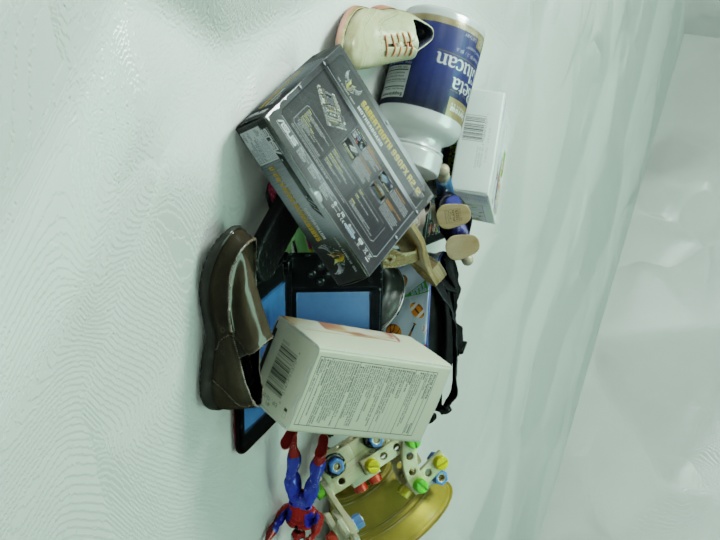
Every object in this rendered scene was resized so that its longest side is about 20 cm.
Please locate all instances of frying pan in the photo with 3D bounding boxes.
[{"bbox_3d":[0.013,0.001,1.631,0.031,0.114,0.191,46,55,-44],"label":"frying pan"}]

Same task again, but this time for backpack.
[{"bbox_3d":[0.066,0.068,1.747,0.200,0.152,0.192,-69,165,-63],"label":"backpack"}]

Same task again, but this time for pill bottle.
[{"bbox_3d":[0.084,-0.223,1.682,0.111,0.110,0.202,34,69,-69],"label":"pill bottle"}]

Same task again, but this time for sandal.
[{"bbox_3d":[0.036,-0.022,1.553,0.070,0.078,0.212,-47,144,-5],"label":"sandal"},{"bbox_3d":[-0.081,-0.081,1.415,0.201,0.045,0.075,-62,154,-25],"label":"sandal"}]

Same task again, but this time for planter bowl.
[{"bbox_3d":[0.020,0.314,1.799,0.084,0.199,0.200,57,34,-11],"label":"planter bowl"}]

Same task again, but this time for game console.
[{"bbox_3d":[-0.057,0.093,1.483,0.119,0.170,0.202,-97,-172,-61],"label":"game console"}]

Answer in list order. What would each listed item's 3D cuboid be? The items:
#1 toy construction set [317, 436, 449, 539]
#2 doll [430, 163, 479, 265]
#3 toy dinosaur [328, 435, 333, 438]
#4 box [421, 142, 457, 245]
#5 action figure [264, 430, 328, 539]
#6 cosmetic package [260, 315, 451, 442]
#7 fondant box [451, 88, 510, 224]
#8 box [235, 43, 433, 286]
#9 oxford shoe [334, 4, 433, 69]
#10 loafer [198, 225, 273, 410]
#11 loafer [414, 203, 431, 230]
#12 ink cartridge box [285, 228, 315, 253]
[{"bbox_3d":[0.016,0.268,1.691,0.199,0.092,0.132,-36,107,-29],"label":"toy construction set"},{"bbox_3d":[0.118,-0.069,1.708,0.200,0.048,0.138,-91,165,-82],"label":"doll"},{"bbox_3d":[-0.002,0.149,1.653,0.102,0.077,0.200,-40,180,-43],"label":"toy dinosaur"},{"bbox_3d":[0.110,-0.145,1.903,0.160,0.044,0.202,-19,119,-67],"label":"box"},{"bbox_3d":[-0.079,0.285,1.576,0.201,0.065,0.099,94,14,-48],"label":"action figure"},{"bbox_3d":[-0.010,0.121,1.463,0.199,0.087,0.104,13,105,-41],"label":"cosmetic package"},{"bbox_3d":[0.170,-0.157,1.869,0.200,0.058,0.146,44,55,-77],"label":"fondant box"},{"bbox_3d":[-0.022,-0.111,1.384,0.201,0.048,0.159,56,44,-18],"label":"box"},{"bbox_3d":[0.028,-0.274,1.553,0.200,0.073,0.071,-44,141,-58],"label":"oxford shoe"},{"bbox_3d":[-0.117,0.051,1.345,0.073,0.071,0.202,-42,140,-59],"label":"loafer"},{"bbox_3d":[0.062,-0.078,1.693,0.072,0.062,0.200,-62,-176,15],"label":"loafer"},{"bbox_3d":[-0.022,-0.068,1.558,0.104,0.059,0.201,78,31,-52],"label":"ink cartridge box"}]
